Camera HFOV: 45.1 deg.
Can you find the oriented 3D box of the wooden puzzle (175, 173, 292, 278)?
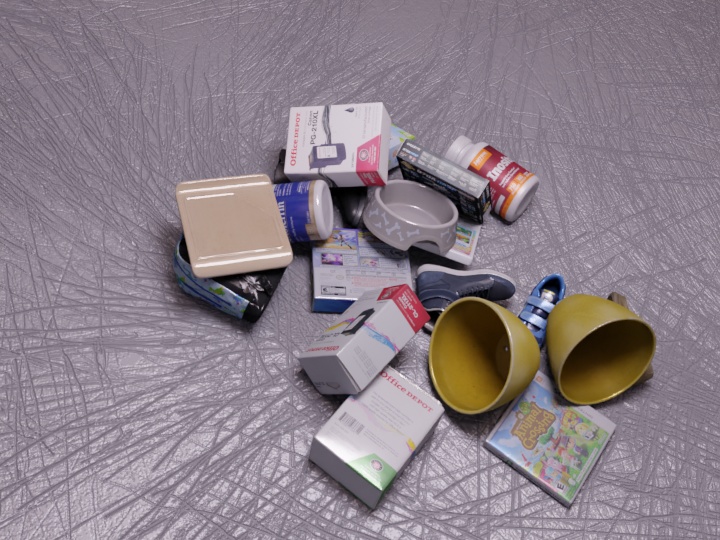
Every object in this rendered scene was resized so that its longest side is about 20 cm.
[{"bbox_3d":[-0.233,-0.081,1.584,0.182,0.037,0.202,-8,60,-18],"label":"wooden puzzle"}]

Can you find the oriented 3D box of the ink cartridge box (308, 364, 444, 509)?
[{"bbox_3d":[0.029,0.276,1.476,0.144,0.088,0.200,34,55,15],"label":"ink cartridge box"}]

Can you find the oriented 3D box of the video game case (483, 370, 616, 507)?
[{"bbox_3d":[0.345,0.297,1.568,0.181,0.022,0.200,34,54,15],"label":"video game case"}]

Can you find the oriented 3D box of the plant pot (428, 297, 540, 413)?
[{"bbox_3d":[0.241,0.154,1.561,0.141,0.200,0.202,6,46,-41],"label":"plant pot"}]

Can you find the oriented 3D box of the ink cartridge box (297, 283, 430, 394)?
[{"bbox_3d":[0.005,0.121,1.535,0.200,0.145,0.083,-43,106,-30],"label":"ink cartridge box"}]

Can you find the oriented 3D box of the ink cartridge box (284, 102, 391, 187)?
[{"bbox_3d":[-0.046,-0.249,1.736,0.197,0.084,0.147,0,75,16],"label":"ink cartridge box"}]

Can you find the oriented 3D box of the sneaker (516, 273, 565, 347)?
[{"bbox_3d":[0.347,0.083,1.698,0.073,0.083,0.201,27,54,9],"label":"sneaker"}]

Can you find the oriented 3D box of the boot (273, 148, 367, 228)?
[{"bbox_3d":[-0.087,-0.171,1.811,0.197,0.066,0.166,16,38,-6],"label":"boot"}]

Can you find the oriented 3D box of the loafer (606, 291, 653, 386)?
[{"bbox_3d":[0.524,0.137,1.703,0.066,0.076,0.203,3,62,-10],"label":"loafer"}]

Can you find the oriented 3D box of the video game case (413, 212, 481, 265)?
[{"bbox_3d":[0.148,-0.093,1.798,0.197,0.024,0.183,20,33,4],"label":"video game case"}]

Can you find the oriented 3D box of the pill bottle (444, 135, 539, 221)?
[{"bbox_3d":[0.280,-0.205,1.890,0.199,0.114,0.113,36,54,17],"label":"pill bottle"}]

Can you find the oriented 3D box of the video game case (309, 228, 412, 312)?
[{"bbox_3d":[0.000,0.000,1.712,0.197,0.046,0.183,3,51,-9],"label":"video game case"}]

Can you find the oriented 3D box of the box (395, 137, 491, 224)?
[{"bbox_3d":[0.174,-0.182,1.792,0.198,0.159,0.046,30,81,18],"label":"box"}]

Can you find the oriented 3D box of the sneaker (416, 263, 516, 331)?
[{"bbox_3d":[0.203,0.063,1.677,0.199,0.078,0.147,5,40,4],"label":"sneaker"}]

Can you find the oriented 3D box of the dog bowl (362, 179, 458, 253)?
[{"bbox_3d":[0.106,-0.112,1.731,0.197,0.059,0.201,12,34,-8],"label":"dog bowl"}]

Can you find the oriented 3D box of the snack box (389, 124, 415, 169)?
[{"bbox_3d":[-0.004,-0.276,1.877,0.168,0.068,0.199,32,36,20],"label":"snack box"}]

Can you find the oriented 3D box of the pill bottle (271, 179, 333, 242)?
[{"bbox_3d":[-0.159,-0.110,1.695,0.197,0.116,0.117,-5,50,11],"label":"pill bottle"}]

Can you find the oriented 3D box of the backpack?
[{"bbox_3d":[-0.254,-0.005,1.615,0.198,0.154,0.164,31,55,-11],"label":"backpack"}]

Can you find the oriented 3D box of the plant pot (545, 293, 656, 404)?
[{"bbox_3d":[0.423,0.125,1.609,0.197,0.202,0.143,-7,37,-17],"label":"plant pot"}]
